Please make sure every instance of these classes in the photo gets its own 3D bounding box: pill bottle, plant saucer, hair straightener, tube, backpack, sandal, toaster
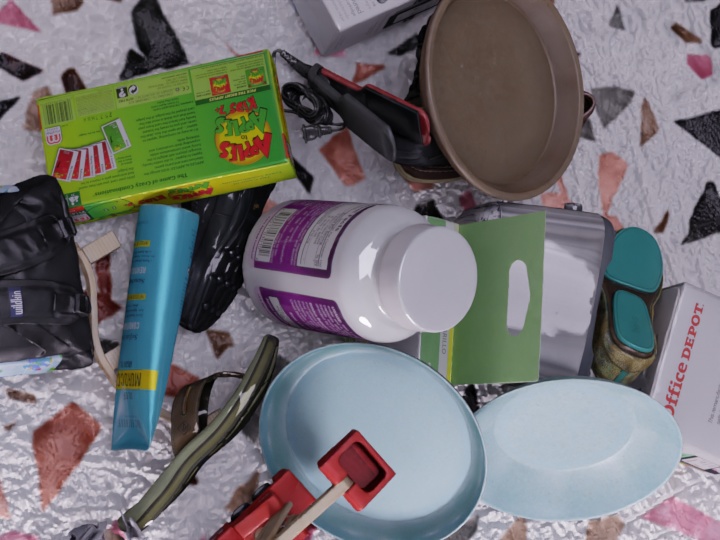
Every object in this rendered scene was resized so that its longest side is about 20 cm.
[{"bbox_3d":[0.000,0.000,1.221,0.112,0.200,0.113,-5,98,-38],"label":"pill bottle"},{"bbox_3d":[0.179,0.147,1.300,0.200,0.201,0.039,16,43,-15],"label":"plant saucer"},{"bbox_3d":[0.012,0.145,1.249,0.200,0.200,0.027,47,31,-6],"label":"plant saucer"},{"bbox_3d":[0.120,-0.159,1.286,0.199,0.029,0.201,3,85,-42],"label":"plant saucer"},{"bbox_3d":[-0.028,-0.144,1.274,0.077,0.200,0.041,-29,134,-24],"label":"hair straightener"},{"bbox_3d":[-0.172,0.048,1.215,0.050,0.077,0.201,12,79,-24],"label":"tube"},{"bbox_3d":[-0.332,0.020,1.168,0.199,0.153,0.164,-14,91,-41],"label":"backpack"},{"bbox_3d":[-0.136,0.127,1.214,0.057,0.080,0.201,40,81,6],"label":"sandal"},{"bbox_3d":[0.140,0.029,1.326,0.129,0.114,0.201,12,87,-12],"label":"toaster"}]

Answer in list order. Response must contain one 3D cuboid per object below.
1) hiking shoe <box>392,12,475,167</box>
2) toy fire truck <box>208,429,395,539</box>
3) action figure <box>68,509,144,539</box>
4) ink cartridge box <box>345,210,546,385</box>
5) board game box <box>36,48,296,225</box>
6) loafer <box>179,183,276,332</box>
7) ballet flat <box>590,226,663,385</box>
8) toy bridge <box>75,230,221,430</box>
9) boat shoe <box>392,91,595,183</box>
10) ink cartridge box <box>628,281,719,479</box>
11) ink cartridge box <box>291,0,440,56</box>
[{"bbox_3d":[0.067,-0.174,1.313,0.200,0.075,0.101,-61,145,-43],"label":"hiking shoe"},{"bbox_3d":[-0.070,0.212,1.204,0.200,0.141,0.049,-43,96,-12],"label":"toy fire truck"},{"bbox_3d":[-0.239,0.253,1.175,0.199,0.069,0.131,-7,119,-7],"label":"action figure"},{"bbox_3d":[0.067,0.026,1.257,0.048,0.200,0.146,12,77,-37],"label":"ink cartridge box"},{"bbox_3d":[-0.161,-0.110,1.239,0.199,0.048,0.102,-12,77,3],"label":"board game box"},{"bbox_3d":[-0.124,-0.046,1.282,0.070,0.068,0.201,15,81,21],"label":"loafer"},{"bbox_3d":[0.238,0.035,1.366,0.071,0.071,0.200,32,35,-11],"label":"ballet flat"},{"bbox_3d":[-0.191,0.063,1.257,0.067,0.027,0.201,-32,94,-19],"label":"toy bridge"},{"bbox_3d":[0.125,-0.131,1.366,0.199,0.072,0.073,-12,85,-19],"label":"boat shoe"},{"bbox_3d":[0.347,0.117,1.395,0.199,0.084,0.145,23,75,-14],"label":"ink cartridge box"},{"bbox_3d":[0.031,-0.292,1.358,0.199,0.068,0.116,-27,85,-20],"label":"ink cartridge box"}]
